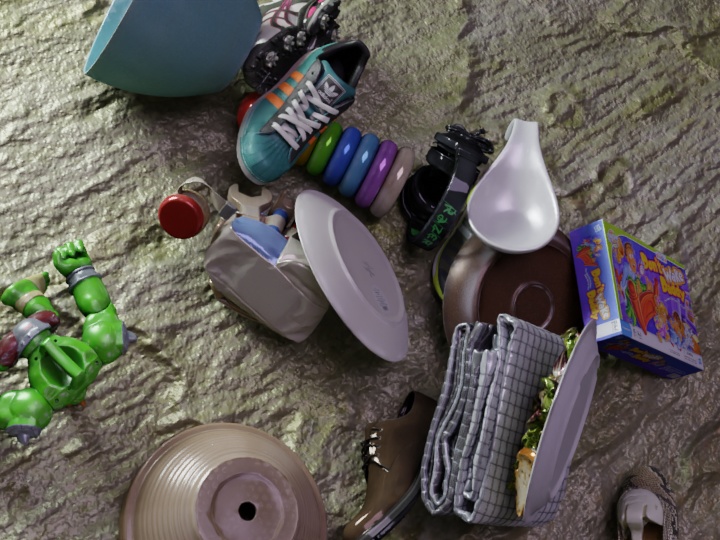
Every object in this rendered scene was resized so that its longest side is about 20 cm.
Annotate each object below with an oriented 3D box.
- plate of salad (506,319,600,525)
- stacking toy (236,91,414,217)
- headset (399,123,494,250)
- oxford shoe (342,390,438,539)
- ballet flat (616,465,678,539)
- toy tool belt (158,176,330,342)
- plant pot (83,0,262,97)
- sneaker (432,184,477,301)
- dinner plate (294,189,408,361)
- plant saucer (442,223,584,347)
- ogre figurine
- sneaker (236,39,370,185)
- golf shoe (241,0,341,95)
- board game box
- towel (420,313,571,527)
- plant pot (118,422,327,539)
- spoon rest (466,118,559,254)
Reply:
[{"bbox_3d":[0.179,0.139,1.068,0.048,0.201,0.201,17,57,19],"label":"plate of salad"},{"bbox_3d":[-0.043,-0.139,1.258,0.199,0.085,0.086,28,59,-5],"label":"stacking toy"},{"bbox_3d":[0.106,-0.101,1.284,0.093,0.124,0.201,24,40,-12],"label":"headset"},{"bbox_3d":[0.025,0.200,1.142,0.084,0.073,0.200,38,46,0],"label":"oxford shoe"},{"bbox_3d":[0.298,0.297,1.206,0.075,0.067,0.202,37,52,-49],"label":"ballet flat"},{"bbox_3d":[-0.107,-0.026,1.171,0.200,0.125,0.123,38,27,-7],"label":"toy tool belt"},{"bbox_3d":[-0.182,-0.262,1.191,0.134,0.200,0.201,27,59,-21],"label":"plant pot"},{"bbox_3d":[0.141,-0.041,1.288,0.074,0.081,0.201,27,59,-9],"label":"sneaker"},{"bbox_3d":[0.000,0.000,1.172,0.200,0.024,0.201,49,23,-29],"label":"dinner plate"},{"bbox_3d":[0.183,0.040,1.255,0.199,0.032,0.202,-1,93,-26],"label":"plant saucer"},{"bbox_3d":[-0.297,0.075,1.042,0.120,0.098,0.200,40,46,11],"label":"ogre figurine"},{"bbox_3d":[-0.057,-0.173,1.177,0.071,0.080,0.201,45,54,-22],"label":"sneaker"},{"bbox_3d":[-0.094,-0.253,1.274,0.087,0.078,0.200,17,34,16],"label":"golf shoe"},{"bbox_3d":[0.316,0.037,1.300,0.199,0.045,0.136,21,57,-46],"label":"board game box"},{"bbox_3d":[0.142,0.151,1.144,0.165,0.085,0.202,19,80,-49],"label":"towel"},{"bbox_3d":[-0.116,0.232,1.050,0.199,0.093,0.202,9,65,-20],"label":"plant pot"},{"bbox_3d":[0.170,-0.097,1.241,0.098,0.061,0.201,9,49,4],"label":"spoon rest"}]
